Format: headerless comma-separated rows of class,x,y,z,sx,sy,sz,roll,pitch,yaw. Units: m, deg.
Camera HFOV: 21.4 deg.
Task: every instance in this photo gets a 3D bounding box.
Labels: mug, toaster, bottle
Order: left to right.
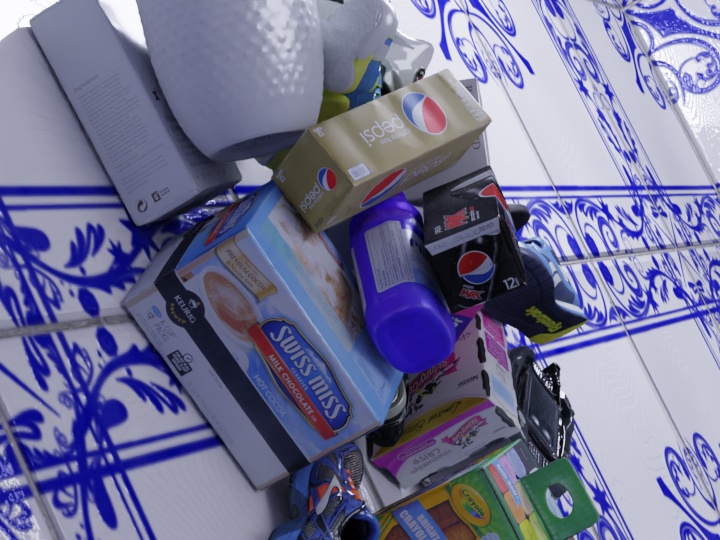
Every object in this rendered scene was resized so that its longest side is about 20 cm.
mug,-0.105,-0.182,1.602,0.200,0.147,0.176,123,-46,-79
bottle,0.029,-0.005,1.599,0.084,0.065,0.200,55,14,-36
toaster,0.131,0.163,1.874,0.114,0.129,0.200,52,24,-21

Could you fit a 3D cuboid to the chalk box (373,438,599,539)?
chalk box,0.104,0.231,1.637,0.125,0.199,0.124,62,22,4

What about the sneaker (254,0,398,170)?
sneaker,-0.009,-0.157,1.663,0.105,0.200,0.076,15,47,-36

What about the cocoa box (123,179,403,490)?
cocoa box,-0.072,0.049,1.567,0.200,0.131,0.133,56,22,-12

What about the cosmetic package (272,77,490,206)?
cosmetic package,0.019,-0.110,1.767,0.085,0.199,0.108,25,56,-84

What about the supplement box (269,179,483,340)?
supplement box,0.000,0.000,1.715,0.199,0.101,0.104,11,45,-23

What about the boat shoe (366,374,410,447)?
boat shoe,0.008,0.088,1.785,0.200,0.074,0.066,-115,-172,-51

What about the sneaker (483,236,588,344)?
sneaker,0.155,0.006,1.837,0.200,0.074,0.083,43,27,-61

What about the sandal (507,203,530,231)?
sandal,0.064,-0.038,1.818,0.075,0.199,0.045,80,-7,-65

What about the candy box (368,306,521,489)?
candy box,0.072,0.092,1.822,0.061,0.136,0.201,43,27,-37

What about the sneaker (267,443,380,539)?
sneaker,-0.018,0.206,1.544,0.200,0.078,0.076,-72,150,-58

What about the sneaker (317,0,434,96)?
sneaker,-0.020,-0.228,1.738,0.200,0.089,0.074,39,-27,14

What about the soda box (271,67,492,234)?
soda box,0.020,-0.103,1.598,0.064,0.068,0.200,51,42,11

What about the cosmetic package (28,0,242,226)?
cosmetic package,-0.190,-0.144,1.627,0.201,0.074,0.102,63,21,1

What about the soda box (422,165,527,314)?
soda box,0.094,-0.029,1.595,0.200,0.070,0.064,-86,153,-75
